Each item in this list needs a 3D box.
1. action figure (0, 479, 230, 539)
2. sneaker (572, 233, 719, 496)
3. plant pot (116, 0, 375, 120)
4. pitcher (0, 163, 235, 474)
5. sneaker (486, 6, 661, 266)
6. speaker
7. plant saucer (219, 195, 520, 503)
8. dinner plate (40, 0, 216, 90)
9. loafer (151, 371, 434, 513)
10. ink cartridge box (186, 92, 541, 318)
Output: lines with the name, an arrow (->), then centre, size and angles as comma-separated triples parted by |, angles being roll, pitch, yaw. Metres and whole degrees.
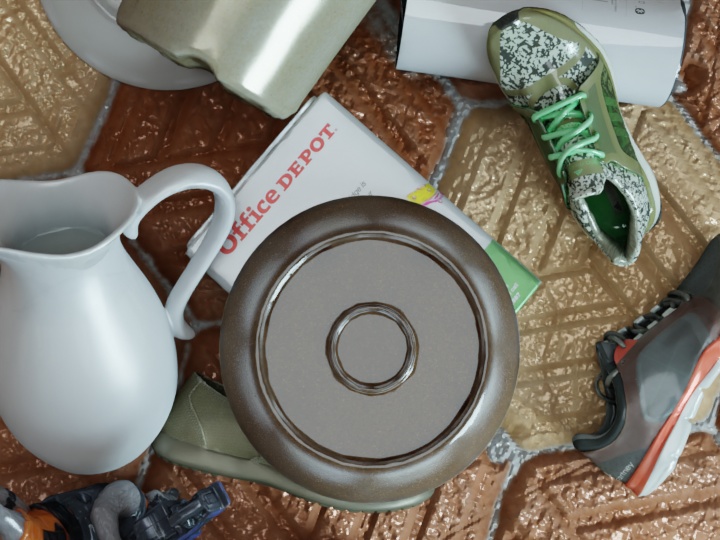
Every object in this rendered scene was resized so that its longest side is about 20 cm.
action figure -> -0.179, 0.159, 0.811 | 0.200, 0.193, 0.105 | -39, 62, 27
sneaker -> 0.211, 0.054, 0.888 | 0.081, 0.077, 0.201 | 25, 84, 6
plant pot -> -0.062, -0.209, 0.832 | 0.199, 0.200, 0.184 | 29, 93, 0
pitcher -> -0.158, 0.027, 0.808 | 0.170, 0.201, 0.122 | -13, 42, -15
sneaker -> 0.150, -0.086, 0.850 | 0.077, 0.089, 0.201 | -27, 114, 20
speaker -> 0.124, -0.170, 0.899 | 0.198, 0.081, 0.082 | 8, 85, -2
plant saucer -> 0.007, 0.050, 0.815 | 0.198, 0.032, 0.202 | 0, 87, -2
dinner plate -> -0.141, -0.233, 0.921 | 0.198, 0.024, 0.202 | 0, 85, -4
loafer -> -0.043, 0.118, 0.867 | 0.198, 0.076, 0.068 | 12, 91, -2
ink cartridge box -> 0.000, 0.000, 0.875 | 0.200, 0.084, 0.145 | 41, 85, 1
